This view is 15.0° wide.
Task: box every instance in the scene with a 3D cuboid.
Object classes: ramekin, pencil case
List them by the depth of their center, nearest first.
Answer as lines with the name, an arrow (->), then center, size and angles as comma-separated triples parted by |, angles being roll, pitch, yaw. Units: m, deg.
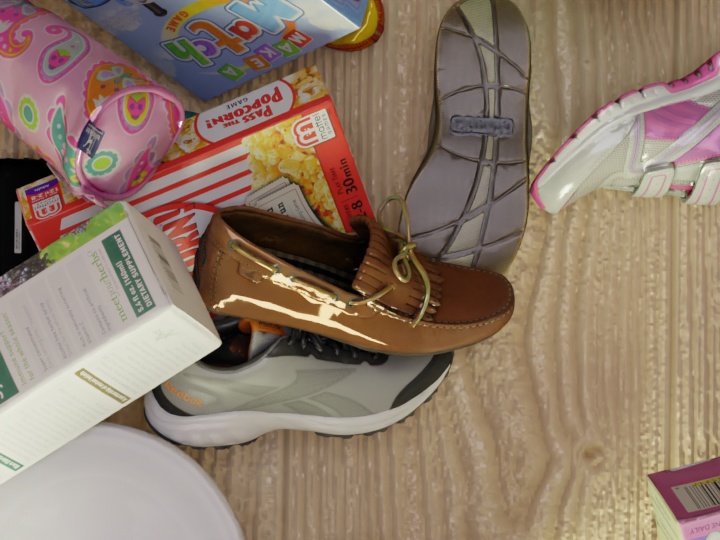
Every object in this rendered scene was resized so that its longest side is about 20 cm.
pencil case -> -0.196, -0.115, 1.635 | 0.200, 0.087, 0.088 | 36, 87, 33
ramekin -> -0.164, 0.196, 1.695 | 0.201, 0.094, 0.204 | 0, 87, -1

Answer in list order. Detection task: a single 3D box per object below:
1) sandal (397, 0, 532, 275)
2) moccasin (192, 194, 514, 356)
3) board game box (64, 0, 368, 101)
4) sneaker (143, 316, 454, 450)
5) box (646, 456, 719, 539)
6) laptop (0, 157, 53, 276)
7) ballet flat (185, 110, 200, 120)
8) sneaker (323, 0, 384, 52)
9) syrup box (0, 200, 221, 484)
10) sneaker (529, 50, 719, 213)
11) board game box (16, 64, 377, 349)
sandal -> 0.070, -0.074, 1.730 | 0.080, 0.054, 0.201 | 7, 87, 0
moccasin -> 0.000, -0.001, 1.656 | 0.200, 0.074, 0.078 | 14, 127, -11
board game box -> -0.116, -0.188, 1.645 | 0.200, 0.151, 0.037 | 34, 54, -31
sneaker -> -0.034, 0.057, 1.689 | 0.199, 0.074, 0.080 | -8, 131, -18
box -> 0.288, 0.208, 1.679 | 0.175, 0.097, 0.201 | -14, 104, -2
laptop -> -0.282, 0.018, 1.742 | 0.199, 0.103, 0.178 | 0, 88, -27
ballet flat -> -0.135, -0.082, 1.722 | 0.199, 0.068, 0.069 | 21, 99, 0
sneaker -> -0.070, -0.206, 1.722 | 0.199, 0.077, 0.073 | 27, 89, 2
syrup box -> -0.192, 0.052, 1.611 | 0.199, 0.081, 0.079 | -31, 64, 8
sneaker -> 0.204, -0.078, 1.720 | 0.199, 0.081, 0.089 | -26, 87, -1
board game box -> -0.092, -0.021, 1.688 | 0.199, 0.046, 0.152 | -23, 128, -1
